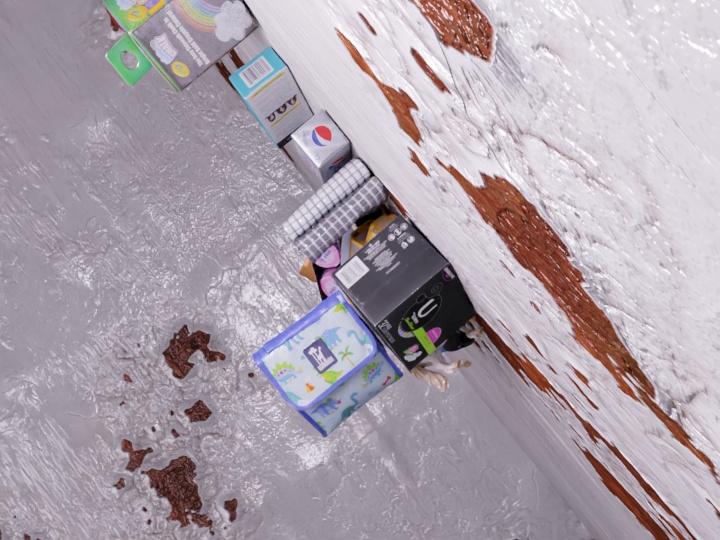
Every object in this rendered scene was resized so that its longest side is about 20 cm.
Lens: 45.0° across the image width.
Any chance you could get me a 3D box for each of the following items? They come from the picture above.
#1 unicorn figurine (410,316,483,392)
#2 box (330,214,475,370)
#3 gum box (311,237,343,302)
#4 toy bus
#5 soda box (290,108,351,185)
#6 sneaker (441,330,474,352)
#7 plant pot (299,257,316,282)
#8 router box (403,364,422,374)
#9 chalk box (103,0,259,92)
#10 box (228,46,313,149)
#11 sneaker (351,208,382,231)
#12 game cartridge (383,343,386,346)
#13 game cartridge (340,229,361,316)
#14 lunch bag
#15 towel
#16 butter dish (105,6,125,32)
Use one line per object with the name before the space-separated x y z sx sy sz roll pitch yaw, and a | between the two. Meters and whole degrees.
unicorn figurine | 0.143 0.104 1.508 0.137 0.200 0.074 13 147 40
box | 0.071 0.039 1.365 0.124 0.148 0.200 48 178 32
gum box | -0.042 0.002 1.698 0.114 0.066 0.201 -73 -26 -56
toy bus | 0.024 -0.014 1.453 0.078 0.065 0.200 35 145 25
soda box | -0.058 -0.189 1.368 0.068 0.063 0.200 50 179 3
sneaker | 0.148 0.090 1.639 0.200 0.078 0.070 46 -144 -46
plant pot | -0.018 -0.039 1.843 0.140 0.200 0.200 33 178 0
router box | 0.122 0.121 1.865 0.051 0.149 0.200 52 179 -30
chalk box | -0.272 -0.351 1.236 0.124 0.200 0.125 50 178 42
box | -0.137 -0.273 1.396 0.049 0.082 0.200 52 179 18
sneaker | 0.011 -0.055 1.547 0.200 0.070 0.093 56 145 1
game cartridge | 0.077 0.105 1.736 0.133 0.042 0.200 9 -161 15
game cartridge | 0.000 0.000 1.634 0.133 0.041 0.201 52 -148 -50
lunch bag | -0.053 0.140 1.359 0.200 0.170 0.127 54 177 -42
towel | -0.041 -0.090 1.384 0.086 0.166 0.200 47 179 -3
butter dish | -0.418 -0.567 1.839 0.199 0.148 0.200 11 180 -5
